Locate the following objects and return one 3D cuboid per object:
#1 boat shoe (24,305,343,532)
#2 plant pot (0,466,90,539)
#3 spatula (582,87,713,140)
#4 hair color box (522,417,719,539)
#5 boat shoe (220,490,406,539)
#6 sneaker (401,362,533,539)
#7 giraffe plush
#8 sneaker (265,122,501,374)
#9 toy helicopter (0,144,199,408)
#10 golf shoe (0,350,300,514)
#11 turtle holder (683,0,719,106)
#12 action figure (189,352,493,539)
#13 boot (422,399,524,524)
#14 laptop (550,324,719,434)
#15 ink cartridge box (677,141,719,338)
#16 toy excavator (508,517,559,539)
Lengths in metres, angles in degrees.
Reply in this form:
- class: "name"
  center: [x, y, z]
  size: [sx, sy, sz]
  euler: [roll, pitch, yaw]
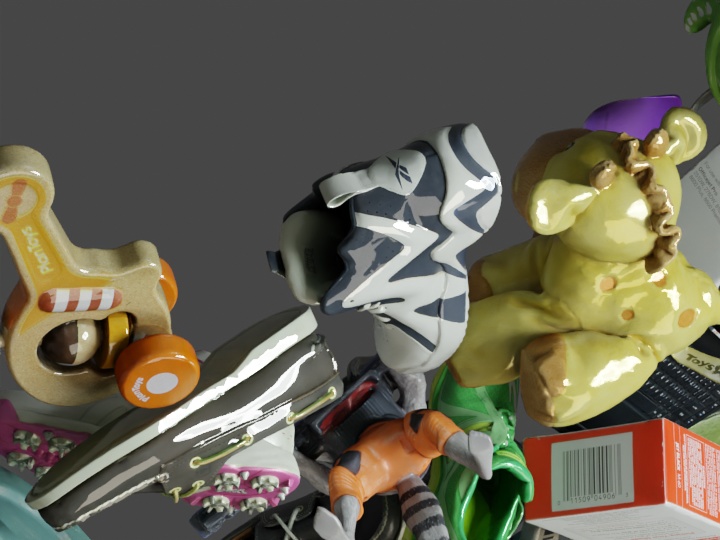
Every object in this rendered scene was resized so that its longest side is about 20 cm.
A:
- class: "boat shoe"
  center: [-0.096, 0.096, 1.262]
  size: [0.201, 0.061, 0.072]
  euler: [-33, -166, -20]
- class: "plant pot"
  center: [-0.241, 0.208, 1.298]
  size: [0.161, 0.201, 0.200]
  euler: [-50, 148, 7]
- class: "spatula"
  center: [0.229, -0.112, 1.388]
  size: [0.199, 0.021, 0.057]
  euler: [-22, 145, -16]
- class: "hair color box"
  center: [0.209, 0.159, 1.537]
  size: [0.110, 0.064, 0.200]
  euler: [-11, 156, 32]
- class: "boat shoe"
  center: [-0.040, 0.193, 1.542]
  size: [0.067, 0.072, 0.200]
  euler: [8, 153, -41]
- class: "sneaker"
  center: [0.085, 0.130, 1.473]
  size: [0.083, 0.201, 0.074]
  euler: [-18, 138, 40]
- class: "giraffe plush"
  center: [0.143, -0.015, 1.340]
  size: [0.173, 0.199, 0.163]
  euler: [-55, 142, -42]
- class: "sneaker"
  center: [0.000, 0.000, 1.302]
  size: [0.129, 0.080, 0.200]
  euler: [-11, 151, -21]
- class: "toy helicopter"
  center: [-0.173, 0.007, 1.181]
  size: [0.131, 0.079, 0.201]
  euler: [-19, 140, -1]
- class: "golf shoe"
  center: [-0.132, 0.089, 1.336]
  size: [0.199, 0.092, 0.075]
  euler: [13, 150, -22]
- class: "turtle holder"
  center: [0.280, -0.132, 1.278]
  size: [0.140, 0.132, 0.186]
  euler: [-14, 137, -15]
- class: "action figure"
  center: [-0.006, 0.137, 1.425]
  size: [0.200, 0.105, 0.193]
  euler: [-40, -165, 0]
- class: "boot"
  center: [0.050, 0.175, 1.629]
  size: [0.165, 0.066, 0.200]
  euler: [-49, 153, 10]
- class: "laptop"
  center: [0.247, 0.102, 1.482]
  size: [0.199, 0.104, 0.177]
  euler: [-33, 151, 12]
- class: "ink cartridge box"
  center: [0.240, 0.009, 1.523]
  size: [0.144, 0.084, 0.200]
  euler: [11, 132, -49]
- class: "toy excavator"
  center: [0.122, 0.215, 1.627]
  size: [0.194, 0.100, 0.201]
  euler: [-22, 136, -32]
